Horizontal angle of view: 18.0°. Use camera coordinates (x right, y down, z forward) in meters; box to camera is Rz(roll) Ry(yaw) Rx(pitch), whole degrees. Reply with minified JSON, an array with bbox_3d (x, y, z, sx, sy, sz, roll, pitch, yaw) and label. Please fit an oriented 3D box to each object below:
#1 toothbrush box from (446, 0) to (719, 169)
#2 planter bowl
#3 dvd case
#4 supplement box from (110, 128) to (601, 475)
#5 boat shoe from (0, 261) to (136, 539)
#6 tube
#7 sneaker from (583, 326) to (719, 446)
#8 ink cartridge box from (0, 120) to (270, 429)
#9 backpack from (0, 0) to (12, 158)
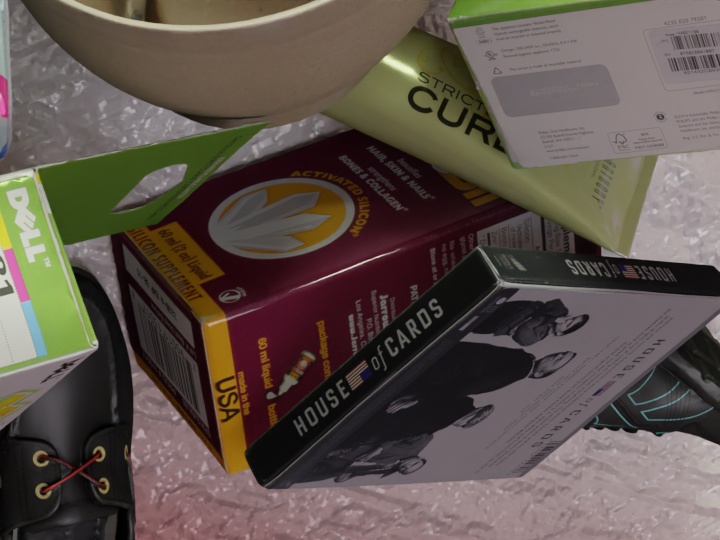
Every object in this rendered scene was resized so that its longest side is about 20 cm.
[{"bbox_3d":[0.141,-0.144,0.967,0.086,0.145,0.201,63,37,-34],"label":"toothbrush box"},{"bbox_3d":[-0.048,-0.140,0.904,0.199,0.201,0.135,-32,153,-12],"label":"planter bowl"},{"bbox_3d":[0.062,0.046,1.001,0.150,0.025,0.199,-42,155,27],"label":"dvd case"},{"bbox_3d":[0.000,0.000,1.040,0.199,0.110,0.086,-21,125,-20],"label":"supplement box"},{"bbox_3d":[-0.134,0.095,1.044,0.073,0.063,0.203,-6,116,-25],"label":"boat shoe"},{"bbox_3d":[0.037,-0.075,0.996,0.199,0.052,0.058,25,94,-1],"label":"tube"},{"bbox_3d":[0.131,0.048,1.182,0.199,0.076,0.079,32,114,-35],"label":"sneaker"},{"bbox_3d":[-0.135,0.015,0.892,0.199,0.148,0.076,-16,81,-28],"label":"ink cartridge box"},{"bbox_3d":[-0.210,-0.110,0.803,0.150,0.199,0.179,-8,103,-32],"label":"backpack"}]
